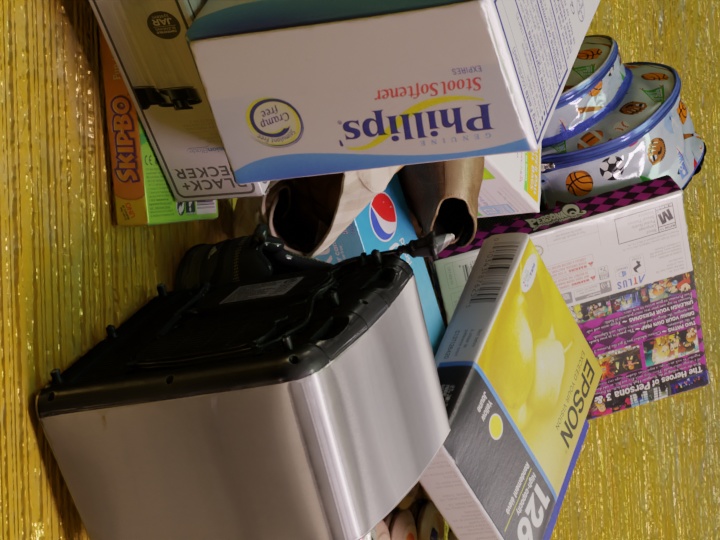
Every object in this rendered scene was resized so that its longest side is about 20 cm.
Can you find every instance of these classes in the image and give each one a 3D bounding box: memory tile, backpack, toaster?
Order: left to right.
[{"bbox_3d":[-0.052,0.073,1.380,0.181,0.200,0.119,-46,123,-61],"label":"toaster"},{"bbox_3d":[0.028,0.219,1.745,0.153,0.017,0.201,-4,96,-67],"label":"memory tile"},{"bbox_3d":[0.171,-0.101,1.949,0.200,0.190,0.154,-63,142,-49],"label":"backpack"}]

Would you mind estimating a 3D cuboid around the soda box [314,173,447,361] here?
[{"bbox_3d":[0.000,0.000,1.656,0.068,0.064,0.200,-42,120,-52],"label":"soda box"}]

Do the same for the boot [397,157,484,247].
[{"bbox_3d":[0.050,-0.045,1.691,0.200,0.073,0.076,102,-15,-74],"label":"boot"}]

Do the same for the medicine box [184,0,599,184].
[{"bbox_3d":[0.025,-0.148,1.402,0.200,0.182,0.103,-63,141,-52],"label":"medicine box"}]

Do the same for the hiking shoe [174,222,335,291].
[{"bbox_3d":[-0.019,0.048,1.509,0.200,0.101,0.076,37,57,-24],"label":"hiking shoe"}]

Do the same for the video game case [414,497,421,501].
[{"bbox_3d":[0.012,0.059,1.763,0.143,0.017,0.200,26,63,-64],"label":"video game case"}]

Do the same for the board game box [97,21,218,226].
[{"bbox_3d":[-0.123,-0.128,1.467,0.096,0.030,0.201,-9,96,-67],"label":"board game box"}]

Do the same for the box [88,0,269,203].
[{"bbox_3d":[-0.097,-0.151,1.425,0.117,0.060,0.200,-69,146,-46],"label":"box"}]

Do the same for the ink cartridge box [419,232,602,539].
[{"bbox_3d":[0.113,0.113,1.717,0.200,0.047,0.198,56,41,-34],"label":"ink cartridge box"}]

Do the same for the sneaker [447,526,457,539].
[{"bbox_3d":[0.089,0.187,1.852,0.113,0.071,0.200,-104,-161,-59],"label":"sneaker"}]

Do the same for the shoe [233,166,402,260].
[{"bbox_3d":[-0.036,-0.047,1.502,0.070,0.200,0.053,47,56,-2],"label":"shoe"}]

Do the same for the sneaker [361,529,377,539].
[{"bbox_3d":[-0.014,0.138,1.613,0.087,0.074,0.200,0,81,-61],"label":"sneaker"}]

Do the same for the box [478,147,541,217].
[{"bbox_3d":[0.050,-0.114,1.763,0.200,0.112,0.102,37,51,-61],"label":"box"}]

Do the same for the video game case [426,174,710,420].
[{"bbox_3d":[0.161,0.035,1.887,0.036,0.200,0.182,-115,-170,-59],"label":"video game case"}]
